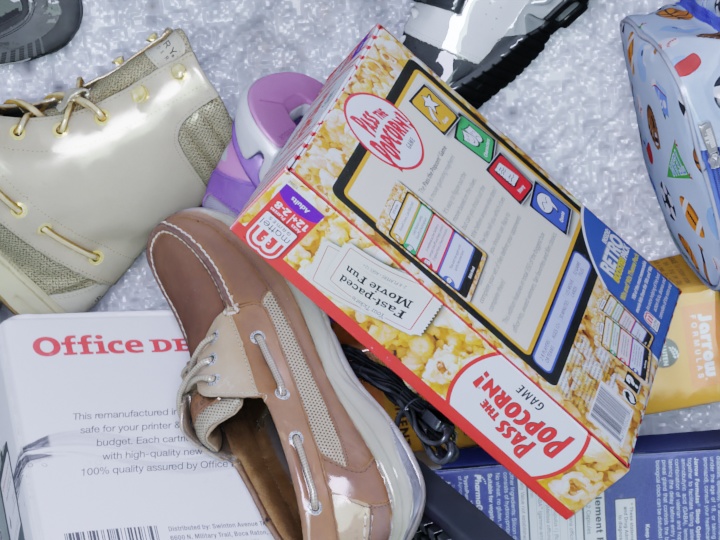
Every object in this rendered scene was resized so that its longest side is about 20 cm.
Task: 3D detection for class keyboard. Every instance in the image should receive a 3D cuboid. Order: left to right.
[{"bbox_3d":[0.014,0.098,1.017,0.020,0.200,0.128,-18,120,-27],"label":"keyboard"}]

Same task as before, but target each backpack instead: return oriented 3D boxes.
[{"bbox_3d":[0.214,-0.063,1.028,0.153,0.200,0.192,-23,107,7],"label":"backpack"}]

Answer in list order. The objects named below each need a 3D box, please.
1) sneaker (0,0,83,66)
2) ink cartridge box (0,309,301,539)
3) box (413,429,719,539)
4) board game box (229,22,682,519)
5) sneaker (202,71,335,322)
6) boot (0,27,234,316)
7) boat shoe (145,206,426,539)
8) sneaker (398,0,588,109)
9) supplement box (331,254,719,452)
[{"bbox_3d":[-0.236,-0.135,1.042,0.198,0.091,0.067,11,101,-4],"label":"sneaker"},{"bbox_3d":[-0.095,0.122,1.019,0.144,0.201,0.084,-1,140,-21],"label":"ink cartridge box"},{"bbox_3d":[0.128,0.143,1.055,0.198,0.032,0.122,-4,104,0],"label":"box"},{"bbox_3d":[0.050,-0.004,0.979,0.200,0.152,0.046,41,124,-8],"label":"board game box"},{"bbox_3d":[0.000,0.000,1.043,0.200,0.080,0.088,46,126,0],"label":"sneaker"},{"bbox_3d":[-0.153,-0.076,1.045,0.155,0.073,0.200,-37,122,4],"label":"boot"},{"bbox_3d":[-0.049,0.052,0.991,0.071,0.200,0.076,-19,147,-32],"label":"boat shoe"},{"bbox_3d":[0.057,-0.141,1.069,0.200,0.074,0.089,-42,81,7],"label":"sneaker"},{"bbox_3d":[0.086,0.045,1.099,0.198,0.069,0.067,-11,102,-2],"label":"supplement box"}]
